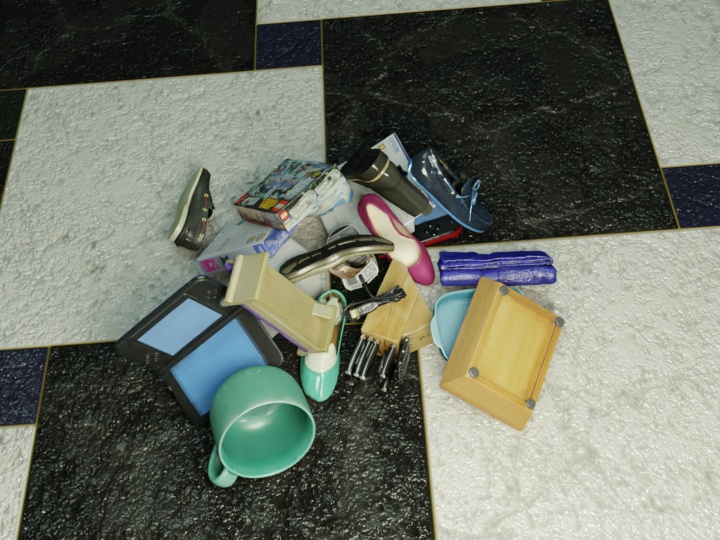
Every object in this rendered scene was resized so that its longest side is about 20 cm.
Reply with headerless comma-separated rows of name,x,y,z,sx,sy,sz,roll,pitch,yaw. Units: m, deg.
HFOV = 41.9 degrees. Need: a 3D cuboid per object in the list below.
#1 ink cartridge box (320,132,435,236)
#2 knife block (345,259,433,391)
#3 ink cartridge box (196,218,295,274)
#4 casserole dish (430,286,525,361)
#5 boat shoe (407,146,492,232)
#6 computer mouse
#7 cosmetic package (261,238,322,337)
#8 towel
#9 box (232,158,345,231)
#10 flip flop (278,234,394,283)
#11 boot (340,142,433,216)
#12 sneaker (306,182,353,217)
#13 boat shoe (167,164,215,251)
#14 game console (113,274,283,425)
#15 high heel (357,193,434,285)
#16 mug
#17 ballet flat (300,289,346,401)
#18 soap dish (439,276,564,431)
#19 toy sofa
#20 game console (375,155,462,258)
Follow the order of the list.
ink cartridge box,0.019,-0.129,1.727,0.198,0.041,0.201,-28,55,5
knife block,0.032,0.098,1.579,0.173,0.064,0.201,-20,56,-12
ink cartridge box,-0.184,-0.057,1.647,0.198,0.042,0.120,-16,29,37
casserole dish,0.198,0.093,1.549,0.197,0.039,0.123,-7,77,-23
boat shoe,0.171,-0.140,1.670,0.069,0.199,0.085,-41,32,25
computer mouse,0.000,0.000,1.607,0.109,0.044,0.201,-29,48,7
cosmetic package,-0.160,0.051,1.604,0.071,0.102,0.200,35,63,26
towel,0.230,-0.011,1.608,0.196,0.050,0.148,-1,13,2
box,-0.126,-0.134,1.624,0.137,0.040,0.199,-43,26,-17
flip flop,-0.037,-0.010,1.559,0.197,0.058,0.081,-21,21,-11
boot,0.043,-0.151,1.668,0.078,0.138,0.200,-50,18,3
sneaker,-0.095,-0.123,1.712,0.198,0.072,0.073,-12,56,44
boat shoe,-0.308,-0.117,1.762,0.062,0.074,0.203,27,41,-21
game console,-0.252,0.129,1.470,0.199,0.170,0.119,-38,55,14
high heel,0.065,-0.048,1.612,0.067,0.096,0.201,-32,100,5
mug,-0.170,0.229,1.446,0.183,0.153,0.115,-22,39,-6
ballet flat,-0.062,0.116,1.569,0.066,0.071,0.202,8,56,2
soap dish,0.230,0.127,1.487,0.156,0.081,0.202,29,67,-11
toy sofa,-0.132,0.057,1.475,0.096,0.200,0.084,-8,57,34
game console,0.085,-0.124,1.756,0.174,0.031,0.202,-15,54,-7
